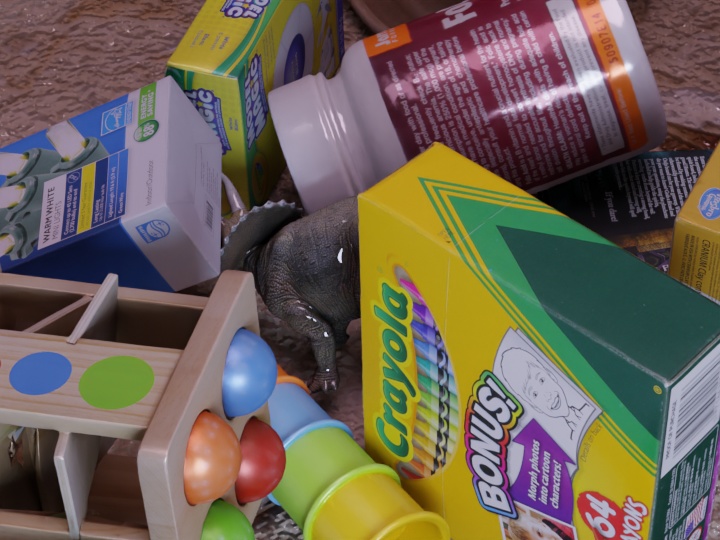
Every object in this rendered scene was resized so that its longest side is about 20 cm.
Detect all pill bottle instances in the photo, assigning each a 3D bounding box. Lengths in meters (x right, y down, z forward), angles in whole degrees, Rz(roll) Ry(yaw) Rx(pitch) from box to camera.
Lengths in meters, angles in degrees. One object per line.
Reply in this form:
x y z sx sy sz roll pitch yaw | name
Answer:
0.058 -0.089 1.172 0.200 0.114 0.114 -20 45 3 | pill bottle

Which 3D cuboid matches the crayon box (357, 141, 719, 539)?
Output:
0.080 0.063 0.977 0.172 0.200 0.058 32 53 29 | crayon box

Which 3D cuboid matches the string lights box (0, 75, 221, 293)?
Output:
-0.172 -0.015 1.108 0.200 0.059 0.103 -21 42 16 | string lights box

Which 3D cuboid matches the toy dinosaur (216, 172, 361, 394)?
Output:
0.000 0.000 1.093 0.200 0.102 0.077 -6 28 26 | toy dinosaur

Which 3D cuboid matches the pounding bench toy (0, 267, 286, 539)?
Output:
-0.127 0.102 0.930 0.156 0.124 0.200 7 40 14 | pounding bench toy

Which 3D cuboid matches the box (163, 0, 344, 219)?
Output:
-0.062 -0.115 1.222 0.048 0.117 0.200 13 47 15 | box

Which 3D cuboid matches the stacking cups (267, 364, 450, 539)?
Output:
-0.038 0.084 1.057 0.060 0.061 0.200 -27 49 -24 | stacking cups

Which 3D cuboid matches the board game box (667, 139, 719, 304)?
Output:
0.201 -0.026 1.059 0.040 0.153 0.200 19 48 18 | board game box

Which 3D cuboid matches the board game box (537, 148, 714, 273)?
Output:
0.175 0.008 1.154 0.135 0.028 0.200 -2 44 -2 | board game box

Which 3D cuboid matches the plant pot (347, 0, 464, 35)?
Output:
0.099 -0.238 1.314 0.175 0.200 0.200 -10 42 -33 | plant pot
